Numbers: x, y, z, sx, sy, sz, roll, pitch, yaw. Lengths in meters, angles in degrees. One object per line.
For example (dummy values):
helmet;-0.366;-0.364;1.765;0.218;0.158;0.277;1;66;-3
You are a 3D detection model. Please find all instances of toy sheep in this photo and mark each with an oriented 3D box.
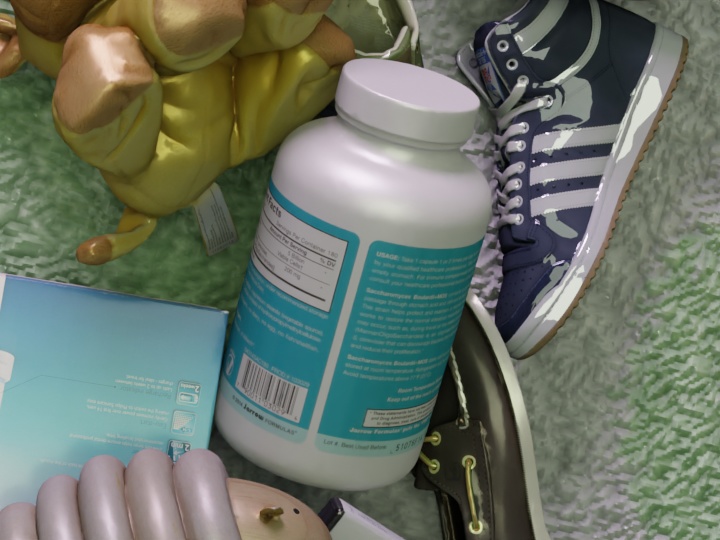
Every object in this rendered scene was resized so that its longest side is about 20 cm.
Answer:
toy sheep;-0.109;0.151;1.044;0.199;0.138;0.138;-17;91;-5

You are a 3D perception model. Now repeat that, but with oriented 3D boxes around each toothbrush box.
toothbrush box;-0.156;0.107;1.141;0.146;0.085;0.201;8;86;-10

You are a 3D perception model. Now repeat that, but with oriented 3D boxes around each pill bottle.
pill bottle;0.000;0.000;1.118;0.110;0.111;0.200;13;111;-8

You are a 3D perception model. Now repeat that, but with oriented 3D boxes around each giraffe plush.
giraffe plush;-0.113;-0.120;1.123;0.172;0.200;0.162;-25;62;-26

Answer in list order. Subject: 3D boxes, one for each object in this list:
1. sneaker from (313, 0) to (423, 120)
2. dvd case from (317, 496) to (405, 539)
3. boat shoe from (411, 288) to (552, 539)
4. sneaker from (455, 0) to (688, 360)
sneaker;0.002;-0.095;1.171;0.067;0.090;0.201;-17;91;-12
dvd case;0.018;0.217;1.149;0.200;0.018;0.143;35;100;-26
boat shoe;0.058;0.109;1.182;0.060;0.072;0.202;-16;93;-13
sneaker;0.088;-0.060;1.193;0.108;0.070;0.200;28;77;-12
